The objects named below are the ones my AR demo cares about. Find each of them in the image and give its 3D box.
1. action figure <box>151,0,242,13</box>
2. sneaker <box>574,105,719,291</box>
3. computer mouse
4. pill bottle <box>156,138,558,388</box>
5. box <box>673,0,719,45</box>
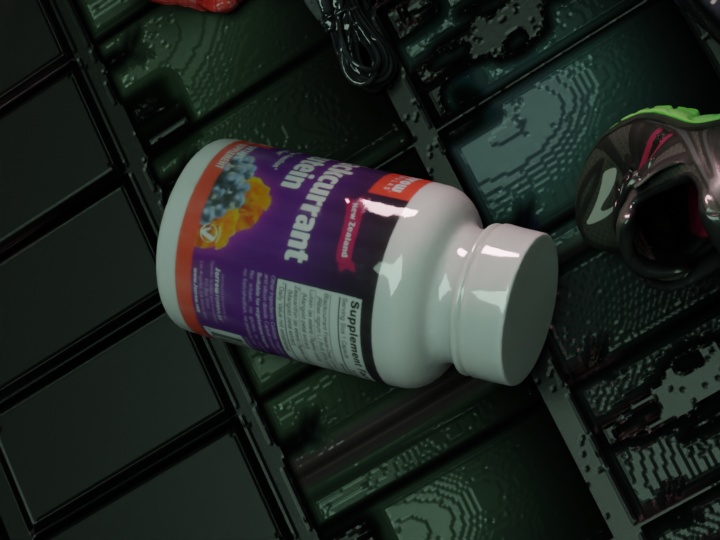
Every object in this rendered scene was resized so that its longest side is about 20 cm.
[{"bbox_3d":[-0.130,-0.195,1.176,0.199,0.052,0.066,15,82,21],"label":"action figure"},{"bbox_3d":[0.149,-0.035,0.969,0.084,0.200,0.077,-36,97,-17],"label":"sneaker"},{"bbox_3d":[0.053,-0.199,1.106,0.200,0.044,0.110,-35,70,18],"label":"computer mouse"},{"bbox_3d":[0.000,0.000,1.056,0.199,0.111,0.112,13,87,22],"label":"pill bottle"},{"bbox_3d":[0.243,-0.182,0.936,0.200,0.124,0.197,-42,34,10],"label":"box"}]
